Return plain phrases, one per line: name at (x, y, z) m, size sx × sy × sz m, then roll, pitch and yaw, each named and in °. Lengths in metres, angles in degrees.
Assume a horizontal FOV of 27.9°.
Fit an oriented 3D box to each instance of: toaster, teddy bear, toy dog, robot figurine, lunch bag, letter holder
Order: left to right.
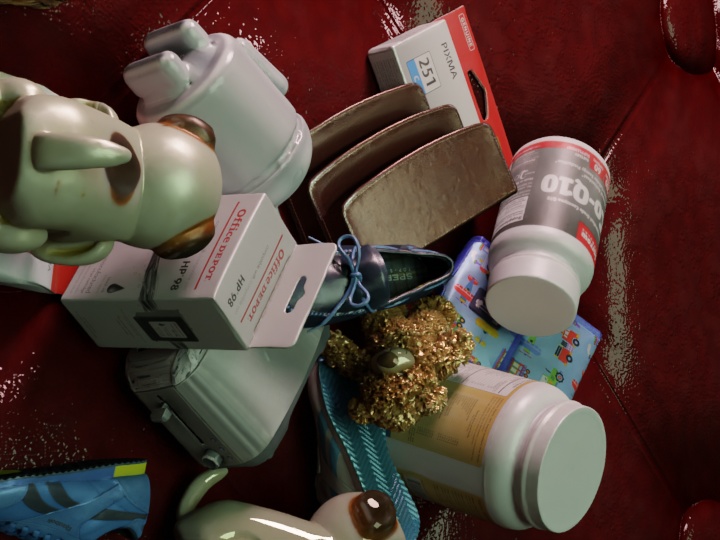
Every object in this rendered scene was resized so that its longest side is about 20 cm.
toy dog at (-0.197, -0.077, 1.090) m, size 0.199 × 0.193 × 0.141 m, roll 8°, pitch 69°, yaw -45°
robot figurine at (-0.120, -0.130, 1.291) m, size 0.200 × 0.112 × 0.170 m, roll 48°, pitch 56°, yaw -30°
toaster at (-0.115, 0.067, 1.275) m, size 0.129 × 0.113 × 0.201 m, roll 45°, pitch 54°, yaw -29°
toy dog at (-0.056, 0.260, 1.270) m, size 0.198 × 0.140 × 0.195 m, roll -9°, pitch 51°, yaw -14°
letter holder at (0.032, -0.096, 1.423) m, size 0.199 × 0.100 × 0.143 m, roll -31°, pitch 106°, yaw -29°
teddy bear at (0.039, 0.072, 1.394) m, size 0.200 × 0.144 × 0.067 m, roll -46°, pitch 152°, yaw -54°
lunch bag at (0.145, 0.070, 1.571) m, size 0.200 × 0.094 × 0.151 m, roll 44°, pitch 54°, yaw -17°

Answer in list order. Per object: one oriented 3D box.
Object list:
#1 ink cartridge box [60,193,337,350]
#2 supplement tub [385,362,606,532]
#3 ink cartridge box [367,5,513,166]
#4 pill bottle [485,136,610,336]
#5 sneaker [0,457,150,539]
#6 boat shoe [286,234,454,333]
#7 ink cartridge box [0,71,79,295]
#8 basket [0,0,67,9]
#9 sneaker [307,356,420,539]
ink cartridge box at (-0.131, 0.000, 1.186) m, size 0.067 × 0.199 × 0.116 m, roll 59°, pitch 41°, yaw -40°
supplement tub at (0.125, 0.170, 1.426) m, size 0.144 × 0.199 × 0.146 m, roll -18°, pitch 114°, yaw -47°
ink cartridge box at (0.106, -0.174, 1.575) m, size 0.176 × 0.045 × 0.201 m, roll -33°, pitch 109°, yaw -41°
pill bottle at (0.198, -0.036, 1.542) m, size 0.114 × 0.113 × 0.201 m, roll 47°, pitch 42°, yaw -31°
sneaker at (-0.251, 0.195, 1.156) m, size 0.199 × 0.066 × 0.079 m, roll 2°, pitch 87°, yaw -45°
boat shoe at (0.000, 0.000, 1.285) m, size 0.199 × 0.068 × 0.085 m, roll -17°, pitch 90°, yaw -42°
ink cartridge box at (-0.258, -0.064, 1.190) m, size 0.199 × 0.050 × 0.164 m, roll 14°, pitch 76°, yaw -40°
basket at (-0.288, -0.291, 1.119) m, size 0.199 × 0.142 × 0.150 m, roll -6°, pitch 90°, yaw -46°
sneaker at (-0.015, 0.180, 1.394) m, size 0.076 × 0.081 × 0.201 m, roll -2°, pitch 67°, yaw -43°
